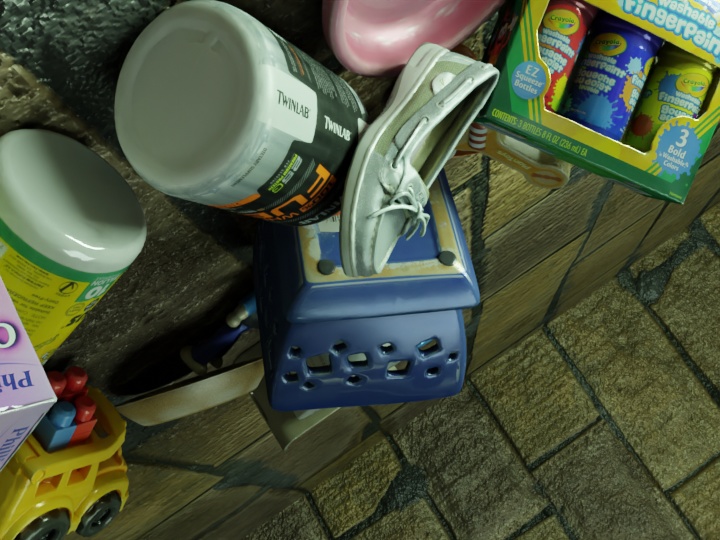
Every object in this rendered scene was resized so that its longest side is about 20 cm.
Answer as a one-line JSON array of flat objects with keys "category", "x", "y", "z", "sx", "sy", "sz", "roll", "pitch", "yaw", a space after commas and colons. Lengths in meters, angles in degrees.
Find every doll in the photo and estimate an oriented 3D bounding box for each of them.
[{"category": "doll", "x": -0.127, "y": 0.045, "z": 0.929, "sx": 0.200, "sy": 0.049, "sz": 0.136, "roll": -43, "pitch": 173, "yaw": 18}]

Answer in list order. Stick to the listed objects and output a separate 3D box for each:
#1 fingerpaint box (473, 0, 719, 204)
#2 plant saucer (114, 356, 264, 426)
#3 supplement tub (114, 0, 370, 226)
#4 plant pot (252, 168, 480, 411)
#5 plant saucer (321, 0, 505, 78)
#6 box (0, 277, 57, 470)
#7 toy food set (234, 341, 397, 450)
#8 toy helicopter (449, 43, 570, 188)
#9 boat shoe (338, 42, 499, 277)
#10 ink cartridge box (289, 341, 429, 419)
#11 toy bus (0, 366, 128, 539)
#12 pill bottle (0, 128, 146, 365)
[{"category": "fingerpaint box", "x": 0.210, "y": -0.172, "z": 0.669, "sx": 0.073, "sy": 0.197, "sz": 0.169, "roll": -131, "pitch": -118, "yaw": -76}, {"category": "plant saucer", "x": -0.199, "y": 0.150, "z": 0.969, "sx": 0.197, "sy": 0.036, "sz": 0.200, "roll": -18, "pitch": 178, "yaw": -1}, {"category": "supplement tub", "x": -0.067, "y": -0.099, "z": 0.565, "sx": 0.122, "sy": 0.123, "sz": 0.199, "roll": -40, "pitch": 161, "yaw": 17}, {"category": "plant pot", "x": 0.000, "y": 0.000, "z": 0.751, "sx": 0.196, "sy": 0.203, "sz": 0.181, "roll": -4, "pitch": 146, "yaw": -10}, {"category": "plant saucer", "x": 0.051, "y": -0.230, "z": 0.568, "sx": 0.199, "sy": 0.051, "sz": 0.201, "roll": -32, "pitch": 162, "yaw": -11}, {"category": "box", "x": -0.276, "y": 0.041, "z": 0.418, "sx": 0.176, "sy": 0.202, "sz": 0.096, "roll": -44, "pitch": 160, "yaw": 29}, {"category": "toy food set", "x": -0.065, "y": 0.142, "z": 1.134, "sx": 0.198, "sy": 0.144, "sz": 0.061, "roll": -34, "pitch": 162, "yaw": -4}, {"category": "toy helicopter", "x": 0.117, "y": -0.126, "z": 0.778, "sx": 0.132, "sy": 0.197, "sz": 0.080, "roll": -33, "pitch": -143, "yaw": 61}, {"category": "boat shoe", "x": 0.041, "y": -0.082, "z": 0.584, "sx": 0.075, "sy": 0.064, "sz": 0.204, "roll": 75, "pitch": 37, "yaw": -57}, {"category": "ink cartridge box", "x": -0.013, "y": 0.101, "z": 0.985, "sx": 0.144, "sy": 0.085, "sz": 0.200, "roll": -25, "pitch": 169, "yaw": -25}, {"category": "toy bus", "x": -0.322, "y": 0.188, "z": 0.851, "sx": 0.194, "sy": 0.135, "sz": 0.199, "roll": -58, "pitch": 158, "yaw": 16}, {"category": "pill bottle", "x": -0.245, "y": 0.011, "z": 0.540, "sx": 0.200, "sy": 0.114, "sz": 0.112, "roll": -43, "pitch": 160, "yaw": 22}]
